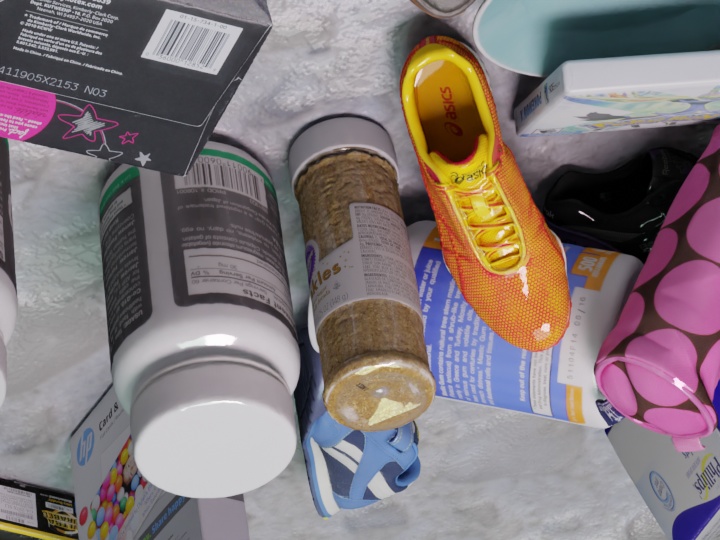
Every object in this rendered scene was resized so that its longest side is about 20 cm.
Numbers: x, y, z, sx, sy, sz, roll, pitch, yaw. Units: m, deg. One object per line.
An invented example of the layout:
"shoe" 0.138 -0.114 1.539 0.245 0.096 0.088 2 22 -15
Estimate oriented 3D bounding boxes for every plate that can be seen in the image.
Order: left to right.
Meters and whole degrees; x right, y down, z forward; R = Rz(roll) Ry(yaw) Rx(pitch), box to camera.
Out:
"plate" 0.158 -0.161 1.468 0.200 0.026 0.200 -11 160 -4

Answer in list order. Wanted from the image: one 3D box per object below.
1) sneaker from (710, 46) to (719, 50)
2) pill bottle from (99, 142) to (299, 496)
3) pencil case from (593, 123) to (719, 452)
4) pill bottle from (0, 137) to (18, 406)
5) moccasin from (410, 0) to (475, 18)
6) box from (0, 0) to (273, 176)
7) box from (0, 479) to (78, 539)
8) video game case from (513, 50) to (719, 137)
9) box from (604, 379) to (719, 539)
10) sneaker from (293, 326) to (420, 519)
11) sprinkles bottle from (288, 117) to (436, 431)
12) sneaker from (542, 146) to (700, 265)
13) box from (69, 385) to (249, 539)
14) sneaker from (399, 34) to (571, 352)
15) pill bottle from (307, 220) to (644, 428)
"sneaker" 0.276 -0.162 1.544 0.200 0.081 0.075 -16 141 10
"pill bottle" -0.097 0.029 1.590 0.113 0.200 0.113 -5 140 -4
"pencil case" 0.214 0.008 1.592 0.091 0.200 0.094 -3 139 51
"pill bottle" -0.257 -0.007 1.530 0.113 0.200 0.113 -5 140 -4
"moccasin" 0.099 -0.221 1.447 0.074 0.078 0.201 39 103 -23
"box" -0.167 -0.153 1.444 0.200 0.115 0.132 11 134 -24
"box" -0.250 0.237 1.936 0.159 0.049 0.200 16 134 -29
"video game case" 0.202 -0.106 1.561 0.200 0.022 0.182 -4 175 -6
"box" 0.281 0.074 1.713 0.200 0.105 0.184 -27 163 -17
"sneaker" -0.003 0.097 1.802 0.082 0.074 0.200 -9 148 0
"sprinkles bottle" 0.000 0.000 1.586 0.068 0.200 0.068 -5 139 -5
"sneaker" 0.216 -0.039 1.683 0.200 0.076 0.088 -12 134 3
"box" -0.134 0.151 1.737 0.041 0.200 0.156 17 133 -28
"sneaker" 0.068 -0.041 1.569 0.073 0.077 0.200 -23 96 12
"pill bottle" 0.073 0.029 1.667 0.200 0.112 0.112 11 143 17
